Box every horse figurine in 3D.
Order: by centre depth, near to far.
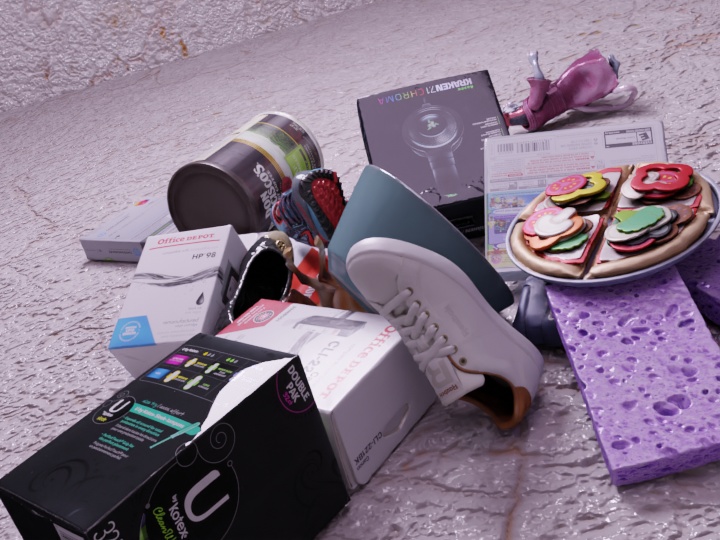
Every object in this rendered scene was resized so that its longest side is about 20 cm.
[{"bbox_3d":[0.000,0.000,0.963,0.200,0.133,0.050,-38,21,-18],"label":"horse figurine"}]

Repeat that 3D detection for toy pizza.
[{"bbox_3d":[0.229,-0.054,0.806,0.199,0.032,0.201,-17,29,10],"label":"toy pizza"}]

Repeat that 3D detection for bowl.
[{"bbox_3d":[0.043,0.002,0.862,0.105,0.201,0.201,-46,31,-4],"label":"bowl"}]

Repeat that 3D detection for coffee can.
[{"bbox_3d":[-0.160,-0.126,1.254,0.146,0.147,0.200,-1,29,29],"label":"coffee can"}]

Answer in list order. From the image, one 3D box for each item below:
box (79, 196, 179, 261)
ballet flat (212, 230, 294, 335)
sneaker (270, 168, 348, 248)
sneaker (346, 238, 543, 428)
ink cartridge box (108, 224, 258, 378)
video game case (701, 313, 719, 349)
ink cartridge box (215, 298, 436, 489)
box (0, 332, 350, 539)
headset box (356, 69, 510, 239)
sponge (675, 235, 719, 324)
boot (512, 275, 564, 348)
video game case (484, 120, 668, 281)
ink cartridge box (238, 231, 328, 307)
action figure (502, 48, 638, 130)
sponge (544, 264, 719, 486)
[{"bbox_3d":[-0.308,-0.066,1.341,0.199,0.041,0.156,3,31,33],"label":"box"},{"bbox_3d":[-0.107,0.023,0.962,0.057,0.066,0.201,-45,19,40],"label":"ballet flat"},{"bbox_3d":[-0.065,-0.062,1.038,0.095,0.080,0.200,-1,-14,9],"label":"sneaker"},{"bbox_3d":[0.067,0.054,0.714,0.073,0.200,0.085,-44,13,44],"label":"sneaker"},{"bbox_3d":[-0.196,0.019,0.992,0.115,0.067,0.201,-7,50,19],"label":"ink cartridge box"},{"bbox_3d":[0.348,0.056,0.736,0.199,0.026,0.181,2,30,33],"label":"video game case"},{"bbox_3d":[-0.052,0.104,0.799,0.199,0.084,0.144,6,33,36],"label":"ink cartridge box"},{"bbox_3d":[-0.129,0.164,0.646,0.124,0.149,0.200,7,33,41],"label":"box"},{"bbox_3d":[0.099,-0.127,1.077,0.173,0.093,0.201,-12,60,1],"label":"headset box"},{"bbox_3d":[0.351,0.020,0.727,0.111,0.030,0.200,-19,26,-10],"label":"sponge"},{"bbox_3d":[0.214,-0.007,0.858,0.090,0.073,0.200,-2,41,34],"label":"boot"},{"bbox_3d":[0.235,-0.076,0.951,0.199,0.022,0.183,-4,61,14],"label":"video game case"},{"bbox_3d":[-0.108,0.003,1.080,0.199,0.057,0.163,-9,26,25],"label":"ink cartridge box"},{"bbox_3d":[0.303,-0.260,1.360,0.199,0.134,0.149,-32,70,-5],"label":"action figure"},{"bbox_3d":[0.227,0.070,0.703,0.111,0.030,0.201,-17,42,8],"label":"sponge"}]
